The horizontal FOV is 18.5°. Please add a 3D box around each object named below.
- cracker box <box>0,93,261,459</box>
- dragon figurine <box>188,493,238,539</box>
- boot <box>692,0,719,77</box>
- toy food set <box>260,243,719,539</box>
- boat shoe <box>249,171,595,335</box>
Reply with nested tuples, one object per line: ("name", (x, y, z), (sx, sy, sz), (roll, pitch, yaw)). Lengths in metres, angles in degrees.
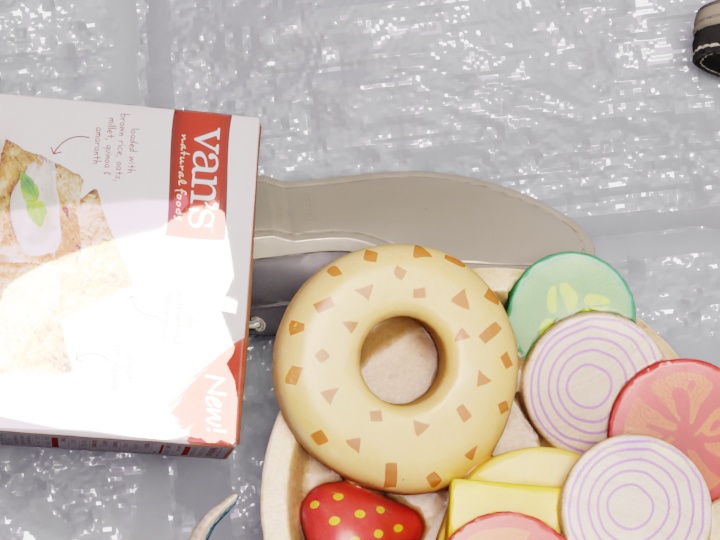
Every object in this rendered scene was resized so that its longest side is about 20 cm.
("cracker box", (-0.143, 0.000, 0.877), (0.199, 0.058, 0.134), (4, 79, -7))
("dragon figurine", (-0.038, 0.196, 0.888), (0.059, 0.099, 0.201), (-18, 72, 30))
("boot", (0.221, -0.024, 0.935), (0.199, 0.073, 0.151), (19, 83, 1))
("toy food set", (0.059, 0.089, 0.881), (0.197, 0.049, 0.201), (5, 77, -5))
("boat shoe", (0.000, 0.000, 0.961), (0.199, 0.073, 0.063), (3, 125, -1))
